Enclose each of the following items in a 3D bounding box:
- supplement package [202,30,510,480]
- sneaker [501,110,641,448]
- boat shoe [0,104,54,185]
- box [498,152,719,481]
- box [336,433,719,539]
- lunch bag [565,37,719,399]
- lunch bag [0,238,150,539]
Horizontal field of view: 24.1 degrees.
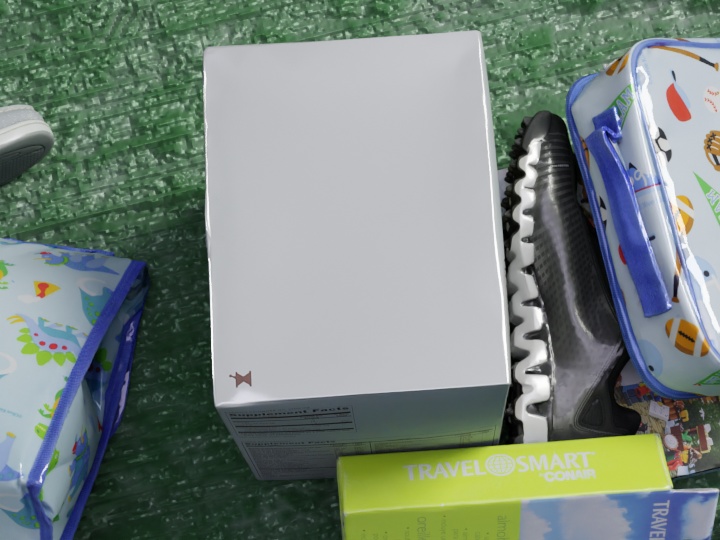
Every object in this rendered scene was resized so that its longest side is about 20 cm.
[{"bbox_3d":[0.000,0.000,0.917,0.146,0.200,0.192,-4,73,1],"label":"supplement package"},{"bbox_3d":[0.124,0.010,0.952,0.090,0.066,0.201,0,83,0],"label":"sneaker"},{"bbox_3d":[-0.285,-0.069,1.014,0.201,0.074,0.065,-15,81,6],"label":"boat shoe"},{"bbox_3d":[0.162,0.025,0.998,0.136,0.038,0.201,-13,79,0],"label":"box"},{"bbox_3d":[0.089,0.149,0.932,0.199,0.122,0.048,-4,43,-1],"label":"box"},{"bbox_3d":[0.192,-0.034,0.925,0.160,0.075,0.201,-7,76,-35],"label":"lunch bag"},{"bbox_3d":[-0.225,0.059,0.963,0.169,0.128,0.201,10,50,3],"label":"lunch bag"}]
